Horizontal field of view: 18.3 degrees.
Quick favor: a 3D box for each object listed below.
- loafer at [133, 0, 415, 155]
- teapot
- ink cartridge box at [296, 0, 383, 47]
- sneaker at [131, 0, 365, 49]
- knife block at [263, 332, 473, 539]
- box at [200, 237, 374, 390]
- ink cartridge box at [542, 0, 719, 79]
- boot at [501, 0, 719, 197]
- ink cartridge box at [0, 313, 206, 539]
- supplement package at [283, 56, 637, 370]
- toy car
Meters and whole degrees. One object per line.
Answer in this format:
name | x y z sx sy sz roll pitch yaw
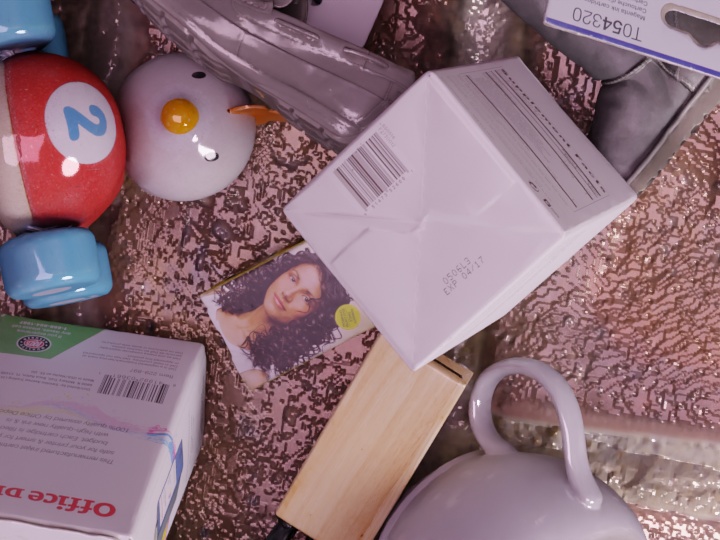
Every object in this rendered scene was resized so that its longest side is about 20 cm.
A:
loafer | -0.058 -0.143 1.355 0.199 0.070 0.070 34 81 10
teapot | 0.078 0.183 1.419 0.200 0.198 0.146 -39 55 -11
ink cartridge box | -0.008 -0.251 1.369 0.115 0.067 0.201 23 81 3
sneaker | -0.060 -0.175 1.418 0.199 0.077 0.086 28 98 2
knife block | -0.010 0.139 1.414 0.064 0.200 0.176 30 72 2
box | 0.000 0.000 1.449 0.199 0.050 0.076 -29 94 11
ink cartridge box | 0.201 -0.204 1.276 0.195 0.043 0.202 16 79 -16
boot | 0.126 -0.146 1.398 0.200 0.073 0.182 40 88 -7
ink cartridge box | -0.189 0.126 1.414 0.144 0.201 0.088 8 123 6
supplement package | 0.063 -0.039 1.298 0.121 0.200 0.120 -42 83 18
toy car | -0.137 -0.089 1.405 0.198 0.177 0.186 -12 86 -3
